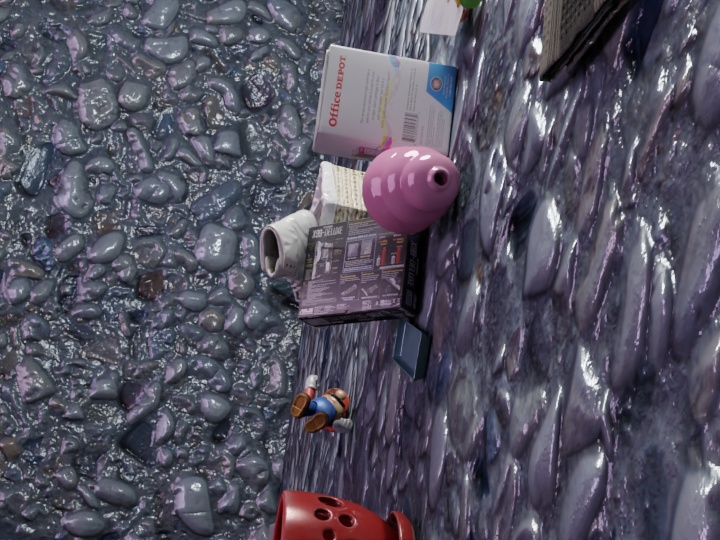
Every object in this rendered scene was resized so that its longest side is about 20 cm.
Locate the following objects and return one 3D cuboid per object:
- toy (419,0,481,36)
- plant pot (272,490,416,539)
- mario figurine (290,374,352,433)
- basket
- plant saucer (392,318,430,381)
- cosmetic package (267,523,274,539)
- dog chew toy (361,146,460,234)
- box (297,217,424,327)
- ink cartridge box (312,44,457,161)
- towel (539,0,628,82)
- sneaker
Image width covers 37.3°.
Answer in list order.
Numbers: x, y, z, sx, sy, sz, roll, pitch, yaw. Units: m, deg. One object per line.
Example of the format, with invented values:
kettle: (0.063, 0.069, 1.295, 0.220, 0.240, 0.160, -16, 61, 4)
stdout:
toy: (0.141, -0.401, 1.569, 0.200, 0.047, 0.116, -123, 46, -74)
plant pot: (-0.028, 0.397, 1.384, 0.200, 0.181, 0.202, -171, 90, -82)
mario figurine: (-0.067, 0.266, 2.134, 0.200, 0.105, 0.124, 11, -112, -76)
basket: (-0.010, -0.059, 1.878, 0.200, 0.160, 0.200, -95, 16, -65)
plant saucer: (0.074, 0.114, 1.578, 0.200, 0.019, 0.071, -151, 71, -81)
cosmetic package: (-0.228, 0.752, 2.986, 0.200, 0.050, 0.083, 124, 152, -73)
dog chew toy: (0.077, -0.116, 1.472, 0.200, 0.124, 0.126, 171, 108, -74)
box: (0.000, 0.000, 1.670, 0.050, 0.199, 0.159, 32, -122, -49)
ink cartridge box: (0.034, -0.242, 1.604, 0.085, 0.198, 0.146, 129, 150, -74)
towel: (0.215, -0.291, 0.971, 0.193, 0.034, 0.202, 130, 151, -70)
sneaker: (-0.112, 0.012, 1.748, 0.115, 0.073, 0.202, -24, -76, -50)
